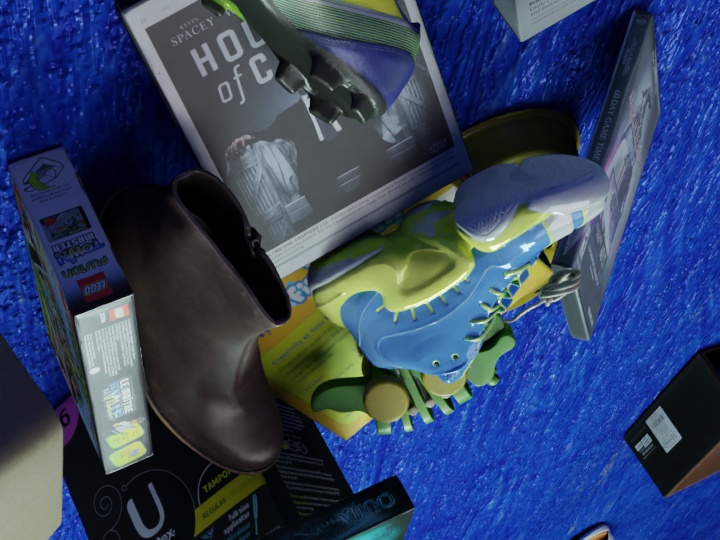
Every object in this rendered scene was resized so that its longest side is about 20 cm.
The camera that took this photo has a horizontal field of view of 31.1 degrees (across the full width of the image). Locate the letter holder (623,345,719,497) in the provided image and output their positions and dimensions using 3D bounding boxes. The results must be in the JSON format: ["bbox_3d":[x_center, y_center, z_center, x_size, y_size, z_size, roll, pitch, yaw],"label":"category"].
[{"bbox_3d":[0.468,0.189,1.708,0.141,0.101,0.201,-14,148,-34],"label":"letter holder"}]

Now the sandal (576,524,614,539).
[{"bbox_3d":[0.401,0.475,2.159,0.079,0.059,0.207,-35,153,7],"label":"sandal"}]

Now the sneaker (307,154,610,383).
[{"bbox_3d":[0.070,0.004,0.783,0.199,0.106,0.076,-18,-159,28],"label":"sneaker"}]

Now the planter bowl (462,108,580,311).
[{"bbox_3d":[0.105,-0.024,1.000,0.199,0.084,0.201,-24,151,-14],"label":"planter bowl"}]

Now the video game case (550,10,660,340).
[{"bbox_3d":[0.182,-0.065,0.944,0.143,0.019,0.202,57,51,-63],"label":"video game case"}]

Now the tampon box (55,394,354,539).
[{"bbox_3d":[-0.113,0.155,0.948,0.150,0.201,0.126,-40,151,15],"label":"tampon box"}]

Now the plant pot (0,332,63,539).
[{"bbox_3d":[-0.278,0.111,0.736,0.176,0.200,0.201,-28,155,-30],"label":"plant pot"}]

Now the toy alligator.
[{"bbox_3d":[0.064,0.064,0.857,0.199,0.059,0.055,-25,110,6],"label":"toy alligator"}]

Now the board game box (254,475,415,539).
[{"bbox_3d":[-0.040,0.219,0.878,0.134,0.028,0.201,-22,151,-21],"label":"board game box"}]

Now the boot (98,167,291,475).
[{"bbox_3d":[-0.082,0.039,0.751,0.072,0.201,0.166,-36,-167,-25],"label":"boot"}]

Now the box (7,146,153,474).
[{"bbox_3d":[-0.166,0.031,0.786,0.034,0.111,0.201,-21,151,-18],"label":"box"}]

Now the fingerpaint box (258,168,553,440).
[{"bbox_3d":[0.000,0.000,0.885,0.200,0.074,0.166,-41,127,18],"label":"fingerpaint box"}]

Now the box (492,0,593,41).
[{"bbox_3d":[0.140,-0.236,0.731,0.155,0.041,0.200,-30,152,-4],"label":"box"}]

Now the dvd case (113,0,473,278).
[{"bbox_3d":[-0.029,-0.100,0.723,0.149,0.025,0.201,-29,131,-5],"label":"dvd case"}]

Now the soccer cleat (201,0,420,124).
[{"bbox_3d":[-0.039,-0.157,0.635,0.200,0.064,0.084,46,65,-37],"label":"soccer cleat"}]
